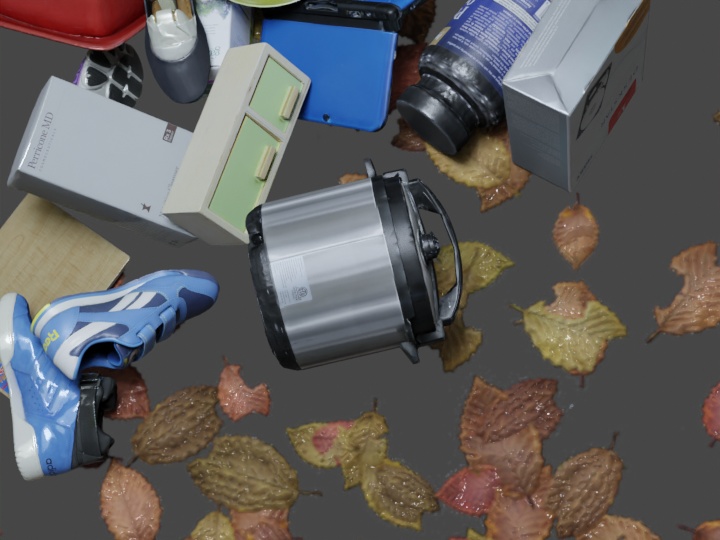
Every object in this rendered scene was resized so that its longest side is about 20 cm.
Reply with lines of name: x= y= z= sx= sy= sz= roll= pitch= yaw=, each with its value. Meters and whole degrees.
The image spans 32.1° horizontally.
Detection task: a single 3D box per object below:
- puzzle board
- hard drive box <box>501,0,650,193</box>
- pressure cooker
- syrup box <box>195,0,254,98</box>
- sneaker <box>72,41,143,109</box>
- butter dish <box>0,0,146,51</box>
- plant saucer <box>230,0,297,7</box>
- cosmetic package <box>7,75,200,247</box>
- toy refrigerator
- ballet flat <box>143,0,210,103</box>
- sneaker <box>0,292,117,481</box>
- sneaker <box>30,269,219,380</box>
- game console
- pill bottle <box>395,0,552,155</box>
puzzle board: x=-0.368 y=0.028 z=1.383 sx=0.151 sy=0.017 sz=0.200 roll=33 pitch=82 yaw=17
hard drive box: x=0.216 y=-0.191 z=1.248 sx=0.077 sy=0.200 sz=0.156 roll=30 pitch=81 yaw=17
pressure cooker: x=0.000 y=0.001 z=1.235 sx=0.200 sy=0.176 sz=0.179 roll=-14 pitch=37 yaw=3
syrup box: x=-0.169 y=-0.300 z=1.415 sx=0.079 sy=0.081 sz=0.200 roll=-2 pitch=74 yaw=13
sneaker: x=-0.313 y=-0.183 z=1.410 sx=0.083 sy=0.081 sz=0.200 roll=-4 pitch=57 yaw=40
butter dish: x=-0.317 y=-0.348 z=1.390 sx=0.200 sy=0.148 sz=0.199 roll=16 pitch=35 yaw=16
plant saucer: x=-0.096 y=-0.378 z=1.356 sx=0.200 sy=0.031 sz=0.200 roll=-1 pitch=84 yaw=8
cosmetic package: x=-0.257 y=-0.111 z=1.323 sx=0.200 sy=0.081 sz=0.113 roll=20 pitch=75 yaw=-22
toy refrigerator: x=-0.125 y=-0.131 z=1.303 sx=0.070 sy=0.076 sz=0.200 roll=0 pitch=63 yaw=44
ballet flat: x=-0.206 y=-0.276 z=1.337 sx=0.073 sy=0.073 sz=0.200 roll=-12 pitch=71 yaw=6
sneaker: x=-0.312 y=0.111 z=1.308 sx=0.111 sy=0.077 sz=0.200 roll=-12 pitch=70 yaw=-7
sneaker: x=-0.232 y=0.058 z=1.289 sx=0.200 sy=0.074 sz=0.082 roll=-18 pitch=59 yaw=-25
game console: x=-0.009 y=-0.252 z=1.368 sx=0.200 sy=0.118 sz=0.171 roll=16 pitch=44 yaw=40
pill bottle: x=0.133 y=-0.223 z=1.320 sx=0.112 sy=0.112 sz=0.200 roll=39 pitch=82 yaw=19
